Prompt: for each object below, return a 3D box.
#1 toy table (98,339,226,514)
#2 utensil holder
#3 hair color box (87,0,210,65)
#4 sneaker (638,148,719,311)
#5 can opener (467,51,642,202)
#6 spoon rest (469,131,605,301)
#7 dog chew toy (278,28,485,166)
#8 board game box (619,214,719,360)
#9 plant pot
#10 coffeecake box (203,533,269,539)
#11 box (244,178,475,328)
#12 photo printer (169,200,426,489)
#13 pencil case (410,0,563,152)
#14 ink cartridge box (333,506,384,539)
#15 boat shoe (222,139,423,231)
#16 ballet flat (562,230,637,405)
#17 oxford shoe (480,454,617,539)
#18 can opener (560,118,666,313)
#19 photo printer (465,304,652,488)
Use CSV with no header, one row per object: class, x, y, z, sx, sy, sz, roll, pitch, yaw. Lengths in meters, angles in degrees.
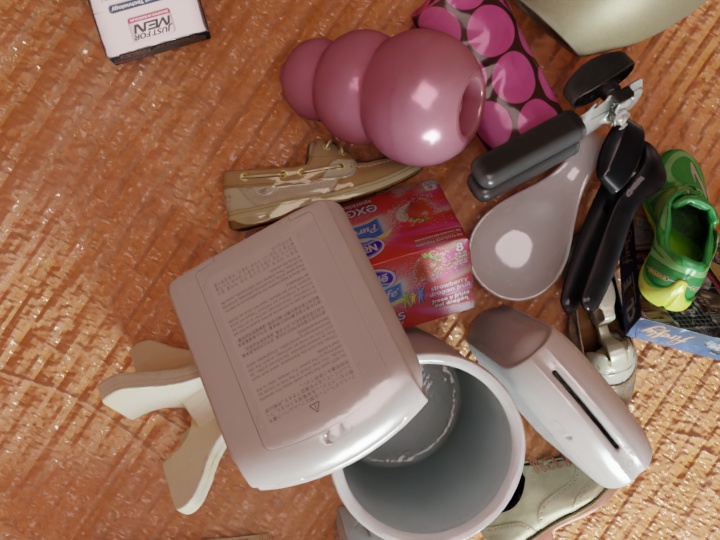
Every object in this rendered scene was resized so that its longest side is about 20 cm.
toy table,-0.145,0.118,0.894,0.117,0.200,0.184,-31,132,7
utensil holder,0.045,0.144,0.897,0.169,0.200,0.171,-1,95,-8
hair color box,-0.217,-0.304,0.889,0.100,0.061,0.201,-17,97,-5
sneaker,0.323,-0.051,0.936,0.074,0.084,0.200,20,51,-4
can opener,0.182,-0.132,0.891,0.200,0.053,0.067,-33,69,-14
spoon rest,0.186,-0.061,0.963,0.099,0.061,0.200,34,89,2
dog chew toy,0.013,-0.169,0.889,0.199,0.124,0.125,15,94,25
board game box,0.363,0.027,0.970,0.199,0.035,0.136,15,52,-8
plant pot,0.218,-0.282,0.892,0.200,0.200,0.135,40,104,-9
coffeecake box,-0.186,0.358,0.951,0.199,0.073,0.154,-4,96,-7
box,0.000,0.000,0.911,0.199,0.100,0.096,-16,133,-5
photo printer,-0.049,0.064,0.765,0.166,0.069,0.200,-29,64,4
pencil case,0.135,-0.192,0.936,0.094,0.091,0.200,-33,101,-13
ink cartridge box,0.012,0.353,0.940,0.084,0.145,0.201,4,95,-8
boat shoe,-0.038,-0.094,0.927,0.199,0.074,0.067,-17,94,-11
ballet flat,0.248,0.059,0.982,0.068,0.067,0.201,-18,98,-5
oxford shoe,0.207,0.221,0.992,0.200,0.071,0.074,-42,96,-2
can opener,0.239,-0.048,0.930,0.078,0.063,0.201,27,78,-17
photo printer,0.189,0.117,0.913,0.069,0.200,0.167,-41,98,-2
